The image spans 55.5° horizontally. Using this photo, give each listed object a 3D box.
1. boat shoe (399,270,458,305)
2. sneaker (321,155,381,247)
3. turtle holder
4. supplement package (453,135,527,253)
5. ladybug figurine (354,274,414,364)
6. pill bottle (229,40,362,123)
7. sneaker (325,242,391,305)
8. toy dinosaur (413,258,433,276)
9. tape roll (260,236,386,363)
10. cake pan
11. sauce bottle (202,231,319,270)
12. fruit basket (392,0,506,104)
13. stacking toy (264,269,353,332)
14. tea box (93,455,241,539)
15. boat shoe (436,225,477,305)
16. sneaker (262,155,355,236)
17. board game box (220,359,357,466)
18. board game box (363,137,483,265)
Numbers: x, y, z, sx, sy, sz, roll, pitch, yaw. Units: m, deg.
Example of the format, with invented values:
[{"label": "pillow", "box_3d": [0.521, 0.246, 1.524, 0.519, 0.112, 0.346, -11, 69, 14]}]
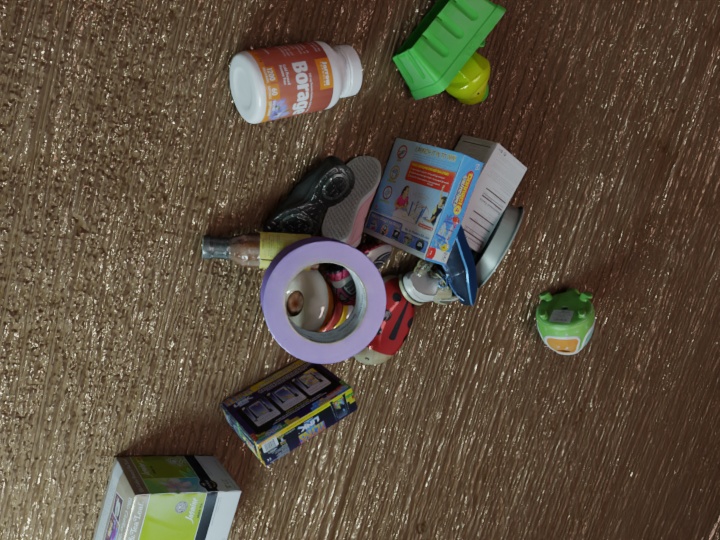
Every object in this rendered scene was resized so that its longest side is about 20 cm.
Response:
[{"label": "boat shoe", "box_3d": [0.154, 0.029, 1.411, 0.200, 0.068, 0.075, 4, 64, -55]}, {"label": "sneaker", "box_3d": [-0.020, -0.114, 1.279, 0.105, 0.075, 0.200, 92, 19, -64]}, {"label": "turtle holder", "box_3d": [0.504, 0.122, 1.691, 0.141, 0.186, 0.132, -13, 118, 5]}, {"label": "supplement package", "box_3d": [0.226, -0.157, 1.399, 0.109, 0.114, 0.200, 29, 91, -38]}, {"label": "ladybug figurine", "box_3d": [0.052, 0.105, 1.399, 0.136, 0.072, 0.200, 15, 97, -37]}, {"label": "pill bottle", "box_3d": [-0.102, -0.312, 1.117, 0.200, 0.112, 0.112, -19, 117, -28]}, {"label": "sneaker", "box_3d": [0.000, 0.000, 1.285, 0.200, 0.081, 0.075, -37, 114, -54]}, {"label": "toy dinosaur", "box_3d": [0.117, -0.092, 1.362, 0.047, 0.088, 0.200, -5, 104, -50]}, {"label": "tape roll", "box_3d": [-0.063, 0.046, 1.129, 0.200, 0.085, 0.200, -1, 97, -11]}, {"label": "cake pan", "box_3d": [0.277, -0.055, 1.440, 0.037, 0.200, 0.200, 28, 89, -1]}, {"label": "sauce bottle", "box_3d": [-0.168, -0.036, 1.171, 0.200, 0.066, 0.066, 5, 105, -13]}, {"label": "fruit basket", "box_3d": [0.186, -0.391, 1.279, 0.215, 0.155, 0.216, -2, 97, -20]}, {"label": "stacking toy", "box_3d": [-0.069, 0.071, 1.288, 0.200, 0.146, 0.146, 15, 98, -53]}, {"label": "tea box", "box_3d": [-0.347, 0.448, 1.210, 0.197, 0.134, 0.200, 12, 99, -38]}, {"label": "boat shoe", "box_3d": [0.183, -0.016, 1.348, 0.084, 0.069, 0.200, -63, 142, -50]}, {"label": "sneaker", "box_3d": [-0.095, -0.123, 1.216, 0.200, 0.091, 0.076, -39, 124, 11]}, {"label": "board game box", "box_3d": [-0.134, 0.252, 1.265, 0.200, 0.165, 0.057, -27, 119, -24]}, {"label": "board game box", "box_3d": [0.111, -0.133, 1.274, 0.056, 0.200, 0.196, 15, 98, -38]}]
